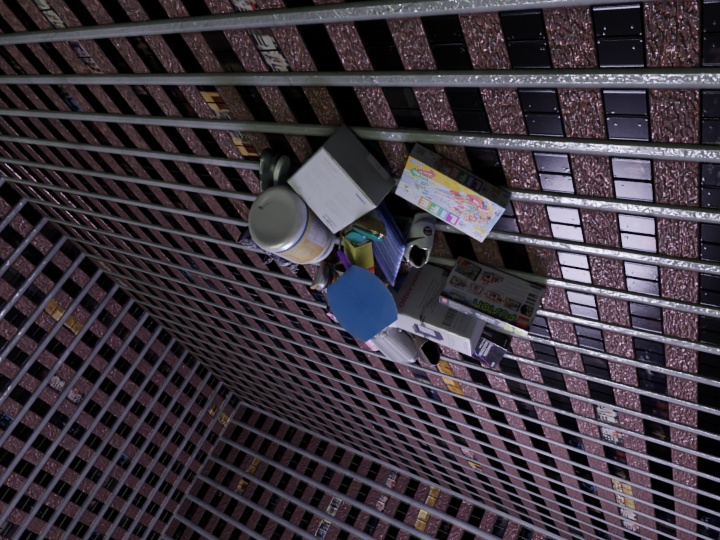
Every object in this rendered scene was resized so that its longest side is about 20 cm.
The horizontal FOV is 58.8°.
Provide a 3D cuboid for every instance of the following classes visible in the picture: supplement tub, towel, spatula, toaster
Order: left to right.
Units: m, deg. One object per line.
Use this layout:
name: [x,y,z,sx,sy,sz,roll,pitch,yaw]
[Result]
supplement tub: [-0.150,-0.097,1.460,0.142,0.148,0.199,18,177,24]
spatula: [-0.050,-0.085,1.470,0.056,0.020,0.205,11,117,68]
towel: [0.055,-0.067,1.403,0.147,0.023,0.201,62,165,20]
toaster: [0.095,0.177,1.782,0.129,0.114,0.199,41,163,-14]

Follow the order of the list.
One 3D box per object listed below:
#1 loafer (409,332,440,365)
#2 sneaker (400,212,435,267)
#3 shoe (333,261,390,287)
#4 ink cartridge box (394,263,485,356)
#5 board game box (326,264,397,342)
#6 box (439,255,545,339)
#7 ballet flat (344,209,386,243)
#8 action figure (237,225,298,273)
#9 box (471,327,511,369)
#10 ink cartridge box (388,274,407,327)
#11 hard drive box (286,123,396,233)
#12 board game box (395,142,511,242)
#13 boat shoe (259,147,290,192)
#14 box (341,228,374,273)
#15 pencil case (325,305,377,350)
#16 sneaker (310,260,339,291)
loafer: [0.166,0.160,1.656,0.203,0.072,0.071,65,168,-18]
sneaker: [0.110,-0.041,1.376,0.072,0.091,0.201,4,158,-8]
shoe: [0.007,0.008,1.619,0.198,0.071,0.053,6,154,47]
ink cartridge box: [0.188,0.083,1.462,0.197,0.146,0.085,19,154,24]
board game box: [0.009,0.069,1.482,0.159,0.039,0.200,51,134,1]
box: [0.277,0.054,1.352,0.197,0.111,0.035,23,155,19]
ballet flat: [0.013,-0.097,1.344,0.070,0.071,0.200,36,171,-12]
action figure: [-0.246,-0.053,1.801,0.129,0.070,0.200,-12,136,44]
box: [0.281,0.174,1.657,0.197,0.036,0.144,26,154,11]
ink cartridge box: [0.049,0.077,1.644,0.198,0.117,0.067,-2,142,50]
hard drive box: [-0.044,-0.179,1.302,0.156,0.077,0.199,47,153,-11]
board game box: [0.170,-0.143,1.203,0.197,0.035,0.135,29,155,4]
boat shoe: [-0.201,-0.208,1.467,0.060,0.076,0.201,30,147,6]
box: [0.000,0.000,1.519,0.075,0.049,0.204,45,148,52]
pencil case: [-0.007,0.154,1.887,0.199,0.088,0.087,38,154,-17]
sneaker: [-0.081,0.025,1.699,0.076,0.079,0.200,30,-176,4]
